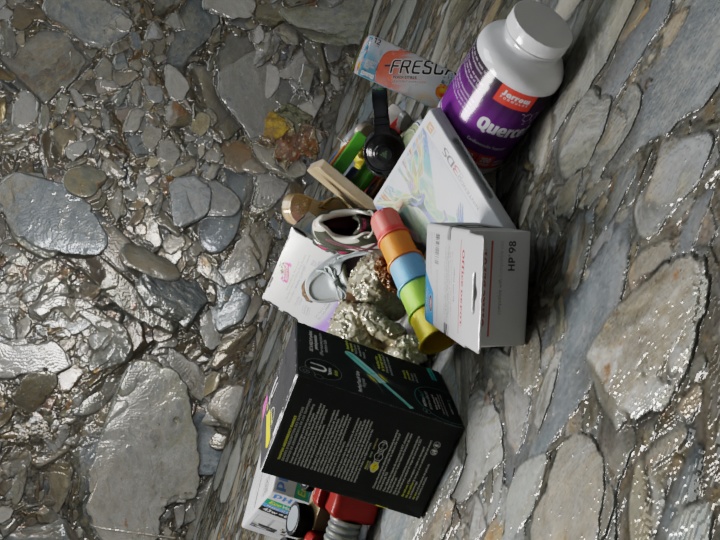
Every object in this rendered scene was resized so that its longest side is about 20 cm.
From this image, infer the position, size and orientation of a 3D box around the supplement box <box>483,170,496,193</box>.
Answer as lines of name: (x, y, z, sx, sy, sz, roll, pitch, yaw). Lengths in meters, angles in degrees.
supplement box: (0.133, -0.150, 1.098, 0.127, 0.073, 0.202, 121, 163, -48)

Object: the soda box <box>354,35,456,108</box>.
soda box: (0.091, -0.296, 1.211, 0.068, 0.197, 0.064, -112, 43, -72)

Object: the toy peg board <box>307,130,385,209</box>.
toy peg board: (0.017, -0.159, 1.416, 0.098, 0.199, 0.199, -51, 11, -1)

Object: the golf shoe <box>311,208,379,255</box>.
golf shoe: (0.026, -0.054, 1.139, 0.088, 0.196, 0.079, 89, 180, -83)

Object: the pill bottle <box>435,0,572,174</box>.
pill bottle: (0.168, -0.218, 0.942, 0.201, 0.111, 0.114, 122, 163, -50)

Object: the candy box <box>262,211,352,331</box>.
candy box: (-0.049, 0.025, 1.340, 0.169, 0.198, 0.072, -62, -6, 36)

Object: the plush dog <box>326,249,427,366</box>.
plush dog: (0.013, 0.055, 1.106, 0.200, 0.158, 0.174, 172, 114, -78)

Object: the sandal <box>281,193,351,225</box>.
sandal: (-0.049, -0.097, 1.399, 0.069, 0.211, 0.079, 4, 88, 34)

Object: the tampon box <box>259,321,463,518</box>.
tampon box: (-0.006, 0.173, 0.918, 0.150, 0.197, 0.128, -105, 36, -71)

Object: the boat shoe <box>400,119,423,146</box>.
boat shoe: (0.085, -0.210, 1.405, 0.200, 0.061, 0.073, 127, 128, -73)

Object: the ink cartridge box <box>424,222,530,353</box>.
ink cartridge box: (0.124, 0.013, 0.820, 0.200, 0.066, 0.118, -146, 57, -78)

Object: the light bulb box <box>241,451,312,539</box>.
light bulb box: (-0.096, 0.321, 1.295, 0.200, 0.123, 0.200, 125, 161, -52)

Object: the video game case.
video game case: (0.098, -0.071, 0.994, 0.184, 0.022, 0.200, 61, 148, 18)

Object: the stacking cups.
stacking cups: (0.061, 0.009, 0.994, 0.061, 0.060, 0.202, -60, 45, 41)

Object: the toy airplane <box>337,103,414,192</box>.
toy airplane: (0.027, -0.244, 1.567, 0.199, 0.140, 0.202, -49, -25, -43)

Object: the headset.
headset: (0.024, -0.182, 1.231, 0.123, 0.092, 0.204, -2, -94, -87)

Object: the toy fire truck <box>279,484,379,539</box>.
toy fire truck: (-0.038, 0.352, 1.025, 0.199, 0.127, 0.179, 10, 80, 67)

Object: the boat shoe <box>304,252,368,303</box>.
boat shoe: (0.001, 0.001, 1.227, 0.065, 0.199, 0.076, -37, -71, -77)
